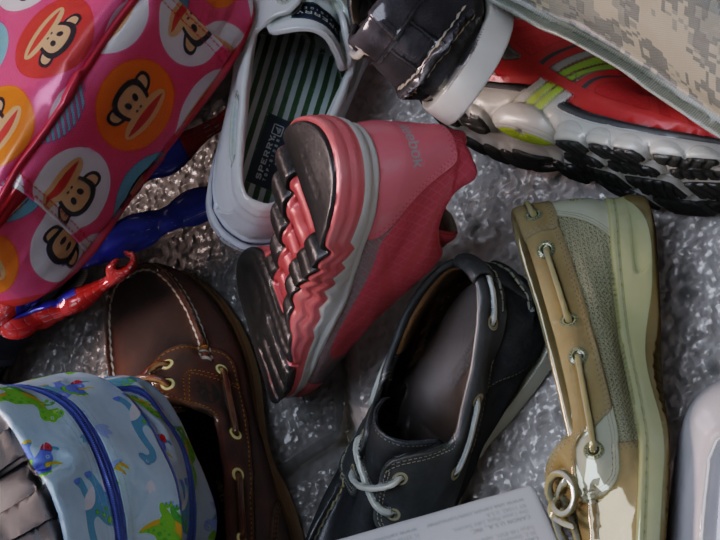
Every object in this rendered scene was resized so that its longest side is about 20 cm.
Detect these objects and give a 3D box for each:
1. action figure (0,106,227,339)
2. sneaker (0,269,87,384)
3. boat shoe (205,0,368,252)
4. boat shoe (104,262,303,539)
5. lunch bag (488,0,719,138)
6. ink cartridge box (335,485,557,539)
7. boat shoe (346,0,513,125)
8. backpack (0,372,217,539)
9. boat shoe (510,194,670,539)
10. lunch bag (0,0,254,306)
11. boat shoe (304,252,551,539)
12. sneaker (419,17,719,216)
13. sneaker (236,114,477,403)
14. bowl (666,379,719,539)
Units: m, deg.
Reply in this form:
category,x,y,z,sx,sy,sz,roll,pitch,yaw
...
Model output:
category,x,y,z,sx,sy,sz,roll,pitch,yaw
action figure,-0.133,-0.022,0.949,0.199,0.052,0.066,-31,89,-2
sneaker,-0.199,0.060,0.997,0.146,0.077,0.204,-36,60,20
boat shoe,-0.024,-0.107,0.920,0.073,0.067,0.202,12,73,-11
boat shoe,-0.083,0.076,0.925,0.070,0.070,0.201,-37,59,19
lunch bag,0.174,-0.134,0.758,0.199,0.164,0.118,35,138,26
ink cartridge box,0.027,0.195,0.766,0.158,0.048,0.201,-14,50,-7
boat shoe,0.023,-0.124,0.859,0.074,0.060,0.200,-53,15,20
backpack,-0.158,0.127,0.859,0.164,0.152,0.200,64,145,24
boat shoe,0.095,0.061,0.799,0.062,0.073,0.203,0,67,4
lunch bag,-0.163,-0.096,0.915,0.175,0.082,0.201,27,77,42
boat shoe,0.016,0.085,0.863,0.072,0.067,0.201,32,96,33
sneaker,0.114,-0.083,0.845,0.199,0.077,0.086,20,82,34
sneaker,0.000,0.000,0.863,0.201,0.086,0.074,115,141,-57
bowl,0.202,0.128,0.729,0.198,0.074,0.202,-2,76,30
